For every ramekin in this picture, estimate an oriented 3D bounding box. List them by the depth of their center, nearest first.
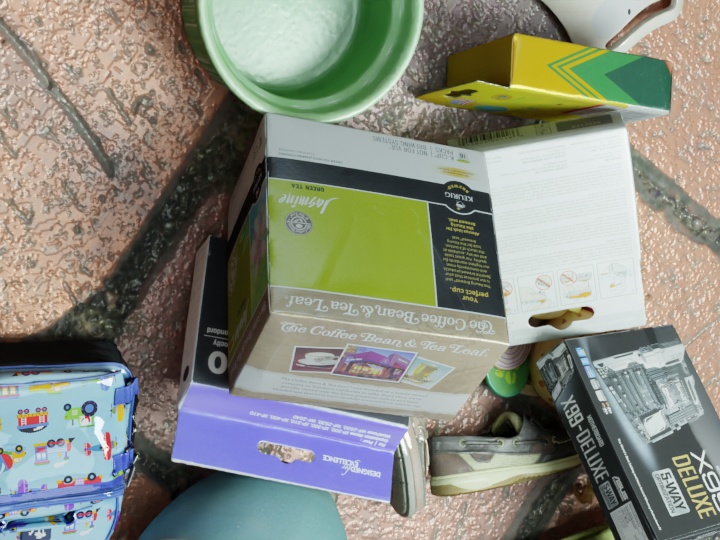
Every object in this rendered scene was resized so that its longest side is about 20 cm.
[{"bbox_3d":[-0.055,-0.226,1.215,0.198,0.098,0.202,-4,101,-22],"label":"ramekin"}]

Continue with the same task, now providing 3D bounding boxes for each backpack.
[{"bbox_3d":[-0.272,0.164,1.174,0.181,0.134,0.202,1,102,-23],"label":"backpack"}]

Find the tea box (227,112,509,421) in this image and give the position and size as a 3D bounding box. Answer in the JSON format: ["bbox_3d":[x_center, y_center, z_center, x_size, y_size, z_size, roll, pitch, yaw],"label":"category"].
[{"bbox_3d":[0.000,0.000,1.188,0.198,0.134,0.198,9,53,-16],"label":"tea box"}]

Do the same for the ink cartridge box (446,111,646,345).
[{"bbox_3d":[0.172,-0.035,1.312,0.161,0.050,0.201,-9,119,5],"label":"ink cartridge box"}]

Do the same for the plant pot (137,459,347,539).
[{"bbox_3d":[-0.087,0.245,1.254,0.200,0.199,0.135,49,45,-23],"label":"plant pot"}]

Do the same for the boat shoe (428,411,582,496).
[{"bbox_3d":[0.150,0.167,1.383,0.199,0.073,0.065,-10,90,-36],"label":"boat shoe"}]

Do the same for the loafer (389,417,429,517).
[{"bbox_3d":[0.037,0.129,1.338,0.063,0.072,0.202,-22,105,-26],"label":"loafer"}]

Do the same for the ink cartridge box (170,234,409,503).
[{"bbox_3d":[-0.053,0.082,1.231,0.196,0.043,0.202,13,60,-16],"label":"ink cartridge box"}]

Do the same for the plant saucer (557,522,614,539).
[{"bbox_3d":[0.212,0.355,1.463,0.198,0.048,0.202,-15,105,-20],"label":"plant saucer"}]

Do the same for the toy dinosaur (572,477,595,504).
[{"bbox_3d":[0.246,0.193,1.418,0.200,0.060,0.107,-49,156,-50],"label":"toy dinosaur"}]

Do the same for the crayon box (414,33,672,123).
[{"bbox_3d":[0.164,-0.170,1.302,0.198,0.127,0.051,5,87,-25],"label":"crayon box"}]

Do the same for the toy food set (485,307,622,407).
[{"bbox_3d":[0.183,0.030,1.392,0.197,0.049,0.202,17,93,-25],"label":"toy food set"}]

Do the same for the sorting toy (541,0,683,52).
[{"bbox_3d":[0.244,-0.292,1.349,0.199,0.107,0.181,-36,130,-14],"label":"sorting toy"}]

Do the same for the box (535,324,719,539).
[{"bbox_3d":[0.267,0.154,1.330,0.157,0.050,0.201,-4,63,-38],"label":"box"}]
